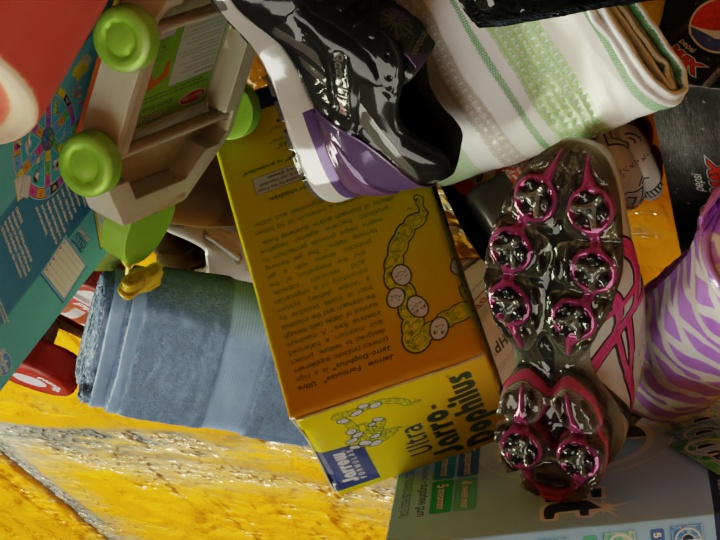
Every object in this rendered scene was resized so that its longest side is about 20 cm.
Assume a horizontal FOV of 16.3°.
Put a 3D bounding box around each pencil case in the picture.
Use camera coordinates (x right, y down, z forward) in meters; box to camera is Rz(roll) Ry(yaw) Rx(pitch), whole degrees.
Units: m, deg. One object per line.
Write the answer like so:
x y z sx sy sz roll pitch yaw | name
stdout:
0.184 0.017 1.319 0.085 0.084 0.200 38 156 1 | pencil case

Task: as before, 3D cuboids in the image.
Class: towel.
-0.063 0.049 1.479 0.198 0.049 0.112 11 135 -10 | towel
0.056 -0.117 1.235 0.150 0.031 0.199 55 146 -11 | towel

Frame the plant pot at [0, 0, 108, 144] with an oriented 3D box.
-0.191 -0.168 1.175 0.199 0.179 0.201 13 158 5 | plant pot

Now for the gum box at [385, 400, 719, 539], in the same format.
0.118 0.126 1.355 0.198 0.045 0.170 -7 -165 6 | gum box

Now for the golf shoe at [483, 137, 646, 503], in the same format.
0.109 0.014 1.279 0.072 0.092 0.201 15 126 21 | golf shoe

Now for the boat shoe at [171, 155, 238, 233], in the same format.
-0.040 -0.048 1.508 0.198 0.071 0.070 17 -165 6 | boat shoe

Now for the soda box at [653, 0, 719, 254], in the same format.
0.194 -0.071 1.290 0.070 0.064 0.200 10 156 17 | soda box

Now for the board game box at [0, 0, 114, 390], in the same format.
-0.164 -0.056 1.290 0.047 0.200 0.151 25 153 22 | board game box

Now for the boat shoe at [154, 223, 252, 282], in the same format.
-0.105 -0.015 1.606 0.071 0.070 0.200 -4 150 39 | boat shoe

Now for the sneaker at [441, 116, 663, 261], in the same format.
0.104 -0.054 1.376 0.068 0.107 0.201 62 178 -11 | sneaker

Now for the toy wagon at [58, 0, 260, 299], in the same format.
-0.100 -0.081 1.283 0.039 0.201 0.155 28 -155 18 | toy wagon

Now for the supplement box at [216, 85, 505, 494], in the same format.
0.000 0.000 1.373 0.109 0.201 0.109 -19 152 4 | supplement box

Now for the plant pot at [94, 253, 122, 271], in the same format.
-0.218 -0.076 1.429 0.189 0.202 0.200 11 161 -22 | plant pot

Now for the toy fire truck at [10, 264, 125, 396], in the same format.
-0.204 0.003 1.637 0.199 0.113 0.167 32 159 -35 | toy fire truck

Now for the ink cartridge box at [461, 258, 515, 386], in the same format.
0.060 0.047 1.567 0.199 0.116 0.068 -7 118 42 | ink cartridge box

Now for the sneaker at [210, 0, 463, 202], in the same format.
-0.008 -0.126 1.234 0.087 0.076 0.201 -4 129 34 | sneaker

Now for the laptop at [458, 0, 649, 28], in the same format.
0.082 -0.206 0.932 0.176 0.104 0.200 -5 132 42 | laptop
